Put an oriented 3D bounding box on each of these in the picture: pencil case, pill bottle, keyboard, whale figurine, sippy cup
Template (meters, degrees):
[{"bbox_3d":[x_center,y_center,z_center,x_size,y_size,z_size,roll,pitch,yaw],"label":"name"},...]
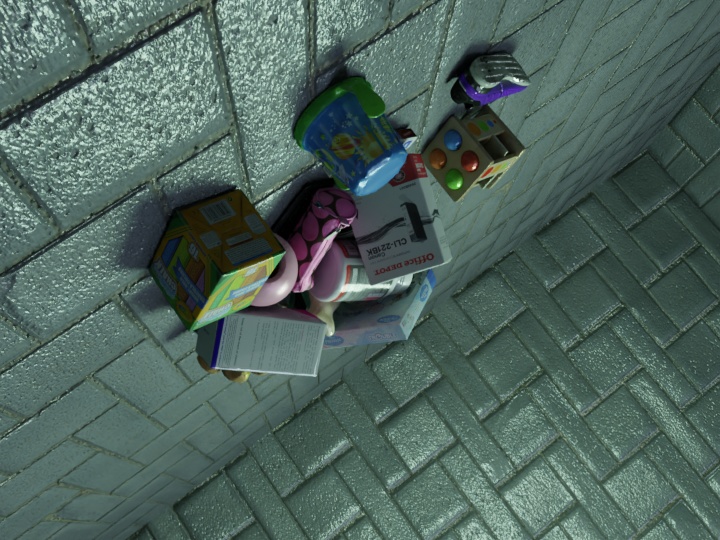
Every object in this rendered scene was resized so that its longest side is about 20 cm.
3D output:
[{"bbox_3d":[-0.082,-0.047,1.375,0.090,0.094,0.201,-2,139,-37],"label":"pencil case"},{"bbox_3d":[0.000,0.000,1.502,0.199,0.117,0.116,1,143,-43],"label":"pill bottle"},{"bbox_3d":[-0.105,-0.093,1.425,0.127,0.021,0.200,-22,160,-51],"label":"keyboard"},{"bbox_3d":[-0.082,0.033,1.569,0.158,0.202,0.103,27,149,-36],"label":"whale figurine"},{"bbox_3d":[-0.006,-0.185,1.140,0.139,0.131,0.178,-41,166,10],"label":"sippy cup"}]

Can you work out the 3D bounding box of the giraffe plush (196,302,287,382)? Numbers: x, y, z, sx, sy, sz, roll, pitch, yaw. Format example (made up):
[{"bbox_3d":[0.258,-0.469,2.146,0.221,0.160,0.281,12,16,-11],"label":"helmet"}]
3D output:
[{"bbox_3d":[-0.225,0.113,1.580,0.162,0.171,0.202,-13,119,-83],"label":"giraffe plush"}]

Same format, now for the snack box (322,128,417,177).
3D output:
[{"bbox_3d":[0.020,-0.206,1.368,0.199,0.024,0.072,-22,160,-50],"label":"snack box"}]

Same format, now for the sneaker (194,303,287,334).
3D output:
[{"bbox_3d":[-0.221,0.076,1.444,0.198,0.087,0.075,7,105,-28],"label":"sneaker"}]

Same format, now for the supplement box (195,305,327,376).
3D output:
[{"bbox_3d":[-0.172,0.116,1.368,0.198,0.104,0.101,8,-173,-27],"label":"supplement box"}]

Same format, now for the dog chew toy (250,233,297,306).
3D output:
[{"bbox_3d":[-0.179,0.005,1.348,0.124,0.125,0.200,-33,-179,-20],"label":"dog chew toy"}]

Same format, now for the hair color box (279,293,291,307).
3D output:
[{"bbox_3d":[-0.158,0.068,1.736,0.199,0.061,0.100,-34,166,-18],"label":"hair color box"}]

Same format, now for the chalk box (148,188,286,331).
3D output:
[{"bbox_3d":[-0.224,-0.001,1.180,0.124,0.124,0.200,-26,162,-42],"label":"chalk box"}]

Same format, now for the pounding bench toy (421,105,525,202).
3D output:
[{"bbox_3d":[0.205,-0.214,1.622,0.155,0.125,0.200,-25,161,-45],"label":"pounding bench toy"}]

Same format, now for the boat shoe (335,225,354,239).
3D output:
[{"bbox_3d":[0.010,-0.141,1.481,0.200,0.071,0.064,-45,168,-7],"label":"boat shoe"}]

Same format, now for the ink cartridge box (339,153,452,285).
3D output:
[{"bbox_3d":[0.062,-0.089,1.390,0.143,0.202,0.084,-17,-177,18],"label":"ink cartridge box"}]

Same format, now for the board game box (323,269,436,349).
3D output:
[{"bbox_3d":[0.033,0.076,1.600,0.198,0.044,0.199,-10,-152,31],"label":"board game box"}]

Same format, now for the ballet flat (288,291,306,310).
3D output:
[{"bbox_3d":[-0.117,0.096,1.576,0.073,0.073,0.201,-43,-162,22],"label":"ballet flat"}]

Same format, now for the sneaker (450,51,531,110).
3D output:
[{"bbox_3d":[0.226,-0.335,1.421,0.199,0.070,0.099,-16,162,-49],"label":"sneaker"}]

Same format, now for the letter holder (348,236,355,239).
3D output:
[{"bbox_3d":[0.047,-0.089,1.678,0.199,0.101,0.142,-35,169,-14],"label":"letter holder"}]
